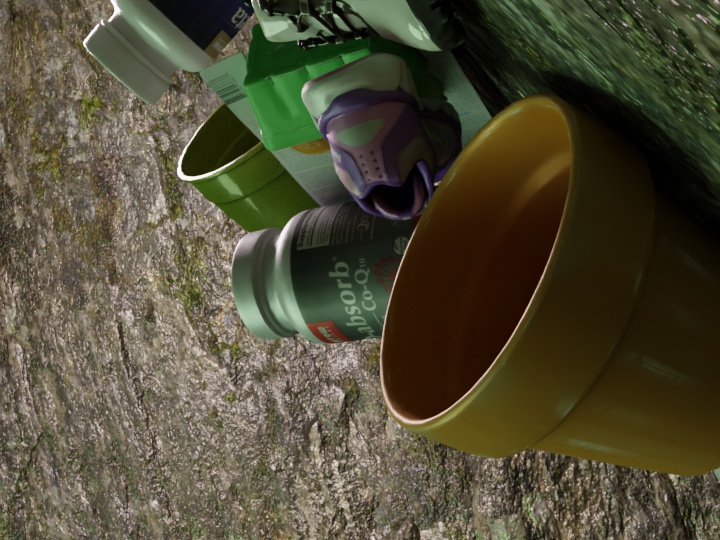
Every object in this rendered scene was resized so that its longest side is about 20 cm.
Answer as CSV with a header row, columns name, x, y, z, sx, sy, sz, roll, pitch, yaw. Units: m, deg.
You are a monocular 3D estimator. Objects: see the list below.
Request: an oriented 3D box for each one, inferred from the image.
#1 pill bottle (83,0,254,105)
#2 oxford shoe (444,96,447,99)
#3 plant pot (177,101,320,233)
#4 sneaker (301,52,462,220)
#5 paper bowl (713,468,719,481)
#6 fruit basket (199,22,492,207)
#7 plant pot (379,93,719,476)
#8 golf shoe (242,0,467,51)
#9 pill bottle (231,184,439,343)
name,x,y,z,sx,sy,sz,roll,pitch,yaw
pill bottle,-0.149,-0.248,1.046,0.111,0.200,0.111,41,-176,-4
oxford shoe,0.019,-0.179,0.967,0.057,0.076,0.200,10,160,42
plant pot,-0.053,-0.095,1.238,0.193,0.200,0.200,49,180,-25
sneaker,0.025,-0.072,0.789,0.200,0.080,0.089,17,-126,-71
paper bowl,0.310,0.137,0.766,0.200,0.104,0.201,43,-178,-2
fruit basket,0.004,-0.125,0.919,0.200,0.183,0.095,40,-136,-52
plant pot,0.137,0.028,0.689,0.182,0.202,0.200,24,-170,-18
golf shoe,-0.012,-0.167,0.745,0.078,0.095,0.200,40,-177,-45
pill bottle,0.000,0.000,0.993,0.116,0.198,0.117,30,-124,-57
